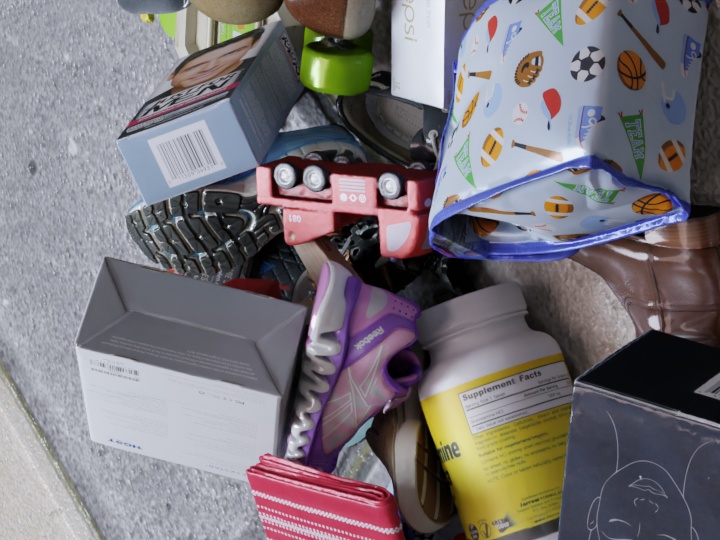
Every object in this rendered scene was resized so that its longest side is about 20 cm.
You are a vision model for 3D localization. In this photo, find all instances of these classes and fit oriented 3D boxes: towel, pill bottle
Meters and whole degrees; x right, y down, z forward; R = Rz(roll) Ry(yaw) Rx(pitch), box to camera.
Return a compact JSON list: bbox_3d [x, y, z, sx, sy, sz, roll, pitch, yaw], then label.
[{"bbox_3d":[-0.006,0.233,1.614,0.144,0.022,0.200,11,126,42],"label":"towel"},{"bbox_3d":[0.109,0.116,1.610,0.112,0.112,0.200,-28,78,53],"label":"pill bottle"}]

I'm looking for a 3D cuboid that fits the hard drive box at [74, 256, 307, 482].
[{"bbox_3d":[-0.126,0.080,1.635,0.200,0.155,0.077,100,-175,-65],"label":"hard drive box"}]

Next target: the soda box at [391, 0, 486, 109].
[{"bbox_3d":[0.066,-0.224,1.593,0.064,0.068,0.201,20,117,48],"label":"soda box"}]

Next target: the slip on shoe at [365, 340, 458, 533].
[{"bbox_3d":[0.035,0.129,1.667,0.060,0.076,0.200,-25,36,20],"label":"slip on shoe"}]

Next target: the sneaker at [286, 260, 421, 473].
[{"bbox_3d":[-0.003,0.084,1.602,0.081,0.088,0.200,-83,4,-47],"label":"sneaker"}]

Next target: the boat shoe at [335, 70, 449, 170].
[{"bbox_3d":[0.059,-0.095,1.650,0.200,0.060,0.076,28,122,46],"label":"boat shoe"}]

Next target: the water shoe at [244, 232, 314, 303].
[{"bbox_3d":[-0.057,0.009,1.783,0.071,0.200,0.079,22,164,17],"label":"water shoe"}]

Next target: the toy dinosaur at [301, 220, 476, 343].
[{"bbox_3d":[0.000,0.000,1.695,0.136,0.102,0.201,-21,81,33],"label":"toy dinosaur"}]

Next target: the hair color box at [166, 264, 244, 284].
[{"bbox_3d":[-0.132,0.001,1.831,0.200,0.061,0.102,148,138,-82],"label":"hair color box"}]

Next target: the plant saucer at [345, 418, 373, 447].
[{"bbox_3d":[-0.053,0.059,1.866,0.201,0.039,0.202,22,118,47],"label":"plant saucer"}]

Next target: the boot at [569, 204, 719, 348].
[{"bbox_3d":[0.192,0.056,1.528,0.186,0.064,0.201,4,109,51],"label":"boot"}]

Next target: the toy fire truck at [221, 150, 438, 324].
[{"bbox_3d":[-0.025,-0.014,1.617,0.200,0.049,0.141,7,108,31],"label":"toy fire truck"}]

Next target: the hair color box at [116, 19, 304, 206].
[{"bbox_3d":[-0.113,-0.126,1.709,0.099,0.200,0.061,-19,108,17],"label":"hair color box"}]

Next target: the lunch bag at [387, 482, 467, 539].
[{"bbox_3d":[0.059,0.273,1.703,0.200,0.124,0.170,53,136,28],"label":"lunch bag"}]

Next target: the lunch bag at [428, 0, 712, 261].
[{"bbox_3d":[0.130,-0.103,1.463,0.200,0.124,0.170,-18,55,48],"label":"lunch bag"}]

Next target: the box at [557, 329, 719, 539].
[{"bbox_3d":[0.239,0.168,1.406,0.200,0.124,0.197,17,114,29],"label":"box"}]

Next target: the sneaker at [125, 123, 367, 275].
[{"bbox_3d":[-0.087,-0.060,1.709,0.090,0.200,0.079,-93,-16,-59],"label":"sneaker"}]

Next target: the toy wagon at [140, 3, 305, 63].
[{"bbox_3d":[-0.119,-0.209,1.867,0.200,0.040,0.156,30,123,45],"label":"toy wagon"}]

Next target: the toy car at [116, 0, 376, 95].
[{"bbox_3d":[-0.082,-0.235,1.647,0.158,0.199,0.165,-90,7,-72],"label":"toy car"}]
